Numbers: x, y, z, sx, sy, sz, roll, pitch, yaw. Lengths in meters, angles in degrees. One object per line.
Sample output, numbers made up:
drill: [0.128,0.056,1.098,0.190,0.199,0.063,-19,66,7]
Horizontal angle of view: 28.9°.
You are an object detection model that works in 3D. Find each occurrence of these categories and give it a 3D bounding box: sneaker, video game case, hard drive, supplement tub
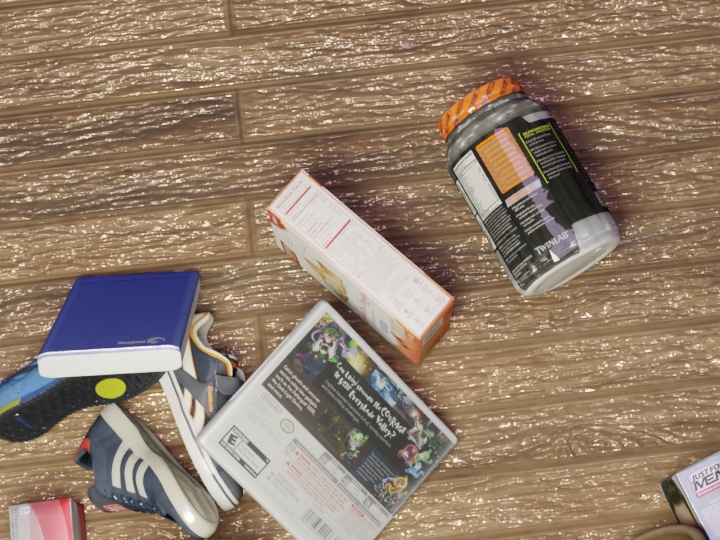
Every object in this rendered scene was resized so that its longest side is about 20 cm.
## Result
sneaker: [-0.212,0.213,1.350,0.085,0.075,0.200,-49,44,-3]
video game case: [-0.030,0.164,1.362,0.200,0.023,0.182,46,78,-14]
hard drive: [-0.230,0.049,1.362,0.130,0.200,0.026,-3,110,0]
supplement tub: [0.167,-0.086,1.422,0.122,0.123,0.201,-27,77,-6]
sneaker: [-0.281,0.099,1.388,0.198,0.066,0.079,-23,44,15]
sneaker: [-0.147,0.134,1.391,0.079,0.078,0.202,-25,75,-1]

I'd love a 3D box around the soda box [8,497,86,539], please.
soda box: [-0.295,0.325,1.347,0.063,0.070,0.203,-7,75,-2]

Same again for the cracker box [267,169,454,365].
cracker box: [0.000,0.000,1.395,0.200,0.134,0.058,41,80,11]

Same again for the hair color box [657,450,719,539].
hair color box: [0.363,0.278,1.335,0.060,0.099,0.202,-24,76,-5]

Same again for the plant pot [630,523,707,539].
plant pot: [0.288,0.363,1.282,0.200,0.200,0.175,-42,96,-10]
